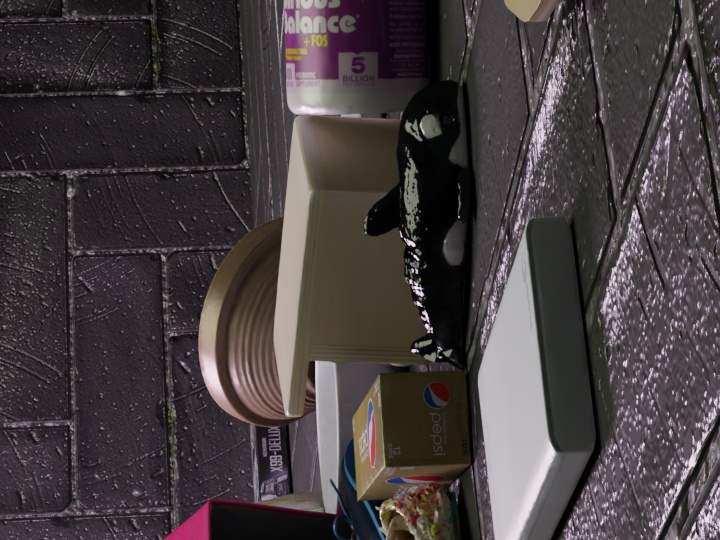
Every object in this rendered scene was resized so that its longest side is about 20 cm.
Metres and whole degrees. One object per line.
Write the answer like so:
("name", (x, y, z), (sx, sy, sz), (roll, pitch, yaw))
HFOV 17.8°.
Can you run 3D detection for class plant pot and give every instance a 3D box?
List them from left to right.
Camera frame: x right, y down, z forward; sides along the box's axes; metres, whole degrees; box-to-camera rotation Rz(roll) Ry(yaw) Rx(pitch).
("plant pot", (-0.050, 0.056, 2.162), (0.092, 0.200, 0.203), (15, 113, 40))

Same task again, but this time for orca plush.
("orca plush", (0.035, -0.030, 1.598), (0.105, 0.070, 0.202), (-102, 12, -60))

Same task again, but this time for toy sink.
("toy sink", (0.000, 0.000, 1.764), (0.131, 0.111, 0.202), (-103, 17, -61))

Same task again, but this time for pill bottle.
("pill bottle", (-0.004, -0.219, 1.724), (0.112, 0.111, 0.202), (-142, 49, -82))

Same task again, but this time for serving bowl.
("serving bowl", (0.001, 0.122, 2.003), (0.200, 0.065, 0.202), (178, 90, -85))

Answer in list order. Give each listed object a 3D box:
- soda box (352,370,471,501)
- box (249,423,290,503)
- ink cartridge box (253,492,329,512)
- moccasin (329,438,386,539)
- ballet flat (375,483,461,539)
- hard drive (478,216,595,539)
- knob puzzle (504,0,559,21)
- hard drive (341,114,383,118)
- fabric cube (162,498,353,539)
("soda box", (0.035, 0.124, 1.683), (0.200, 0.063, 0.068), (111, 156, -76))
("box", (-0.136, 0.286, 3.456), (0.158, 0.049, 0.202), (98, 168, -61))
("ink cartridge box", (-0.095, 0.237, 2.129), (0.145, 0.199, 0.048), (-5, -88, -56))
("moccasin", (0.015, 0.201, 1.805), (0.200, 0.080, 0.069), (-101, 22, -63))
("ballet flat", (0.047, 0.228, 1.600), (0.201, 0.063, 0.076), (-101, 10, -55))
("hard drive", (0.095, 0.074, 1.272), (0.200, 0.026, 0.133), (102, 165, -64))
("knob puzzle", (0.096, -0.214, 1.154), (0.220, 0.030, 0.222), (179, 90, -84))
("hard drive", (0.001, -0.144, 2.119), (0.132, 0.026, 0.202), (98, 169, -58))
("fabric cube", (-0.081, 0.328, 1.940), (0.199, 0.195, 0.202), (-40, 46, 49))
